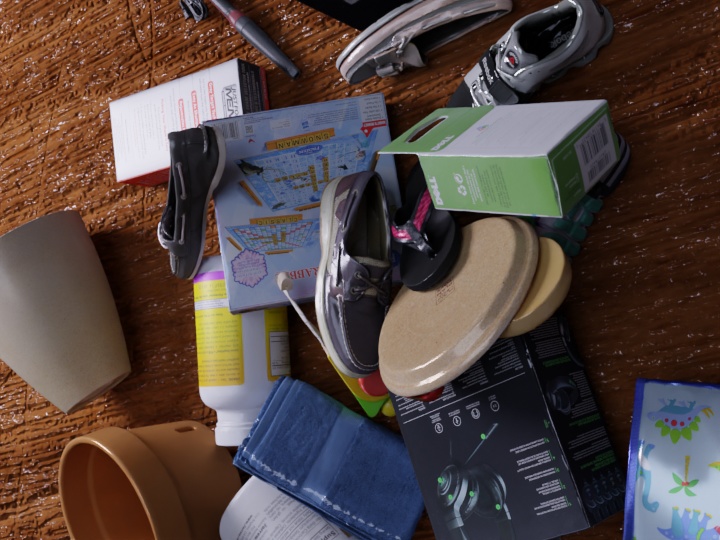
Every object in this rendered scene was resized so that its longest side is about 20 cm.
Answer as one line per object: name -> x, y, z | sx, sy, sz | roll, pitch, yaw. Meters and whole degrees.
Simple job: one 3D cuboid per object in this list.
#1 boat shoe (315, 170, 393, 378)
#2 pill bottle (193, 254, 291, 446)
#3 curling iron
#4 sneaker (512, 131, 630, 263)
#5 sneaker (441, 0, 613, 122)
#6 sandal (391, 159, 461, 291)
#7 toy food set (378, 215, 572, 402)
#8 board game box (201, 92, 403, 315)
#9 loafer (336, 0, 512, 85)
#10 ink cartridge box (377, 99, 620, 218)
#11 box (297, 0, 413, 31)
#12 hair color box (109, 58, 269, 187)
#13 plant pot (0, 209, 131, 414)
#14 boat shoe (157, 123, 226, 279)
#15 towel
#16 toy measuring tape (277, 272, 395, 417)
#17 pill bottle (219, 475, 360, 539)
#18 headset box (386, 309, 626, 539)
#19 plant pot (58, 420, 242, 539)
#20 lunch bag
boat shoe -> 0.000, 0.000, 0.947 | 0.064, 0.071, 0.205 | -21, 66, 53
pill bottle -> -0.129, 0.087, 1.075 | 0.102, 0.104, 0.205 | -6, 85, 28
curling iron -> -0.141, -0.282, 1.142 | 0.199, 0.025, 0.050 | 37, 127, 20
sneaker -> 0.174, -0.056, 0.942 | 0.202, 0.074, 0.087 | -55, 47, 9
sneaker -> 0.145, -0.197, 0.942 | 0.199, 0.088, 0.075 | -40, 72, 23
sandal -> 0.056, -0.057, 0.945 | 0.075, 0.045, 0.202 | -37, 32, 30
toy food set -> 0.092, 0.030, 0.874 | 0.048, 0.198, 0.200 | 39, 98, -21
board game box -> -0.055, -0.070, 1.021 | 0.195, 0.041, 0.204 | -9, 83, -3
loafer -> 0.064, -0.243, 1.001 | 0.198, 0.072, 0.064 | -32, 81, 21
ink cartridge box -> 0.123, -0.104, 0.887 | 0.198, 0.104, 0.060 | 7, 127, 46
box -> -0.031, -0.369, 0.981 | 0.103, 0.199, 0.186 | -21, 79, 28
hair color box -> -0.201, -0.170, 1.149 | 0.196, 0.061, 0.104 | -10, 83, 30
plant pot -> -0.371, 0.064, 1.185 | 0.186, 0.187, 0.202 | -34, 87, 23
boat shoe -> -0.186, -0.069, 1.001 | 0.202, 0.056, 0.068 | 113, 145, -43
towel -> -0.021, 0.197, 0.996 | 0.197, 0.049, 0.113 | 28, 62, 9
toy measuring tape -> -0.006, 0.068, 0.993 | 0.073, 0.074, 0.202 | -22, 115, 26
pill bottle -> -0.045, 0.304, 1.014 | 0.199, 0.114, 0.116 | 40, 106, 24
headset box -> 0.137, 0.164, 0.909 | 0.173, 0.092, 0.204 | -30, 73, 39
plant pot -> -0.223, 0.258, 1.080 | 0.198, 0.139, 0.205 | 16, 115, 40
lunch bag -> 0.309, 0.194, 0.810 | 0.167, 0.127, 0.205 | 3, 101, 25
